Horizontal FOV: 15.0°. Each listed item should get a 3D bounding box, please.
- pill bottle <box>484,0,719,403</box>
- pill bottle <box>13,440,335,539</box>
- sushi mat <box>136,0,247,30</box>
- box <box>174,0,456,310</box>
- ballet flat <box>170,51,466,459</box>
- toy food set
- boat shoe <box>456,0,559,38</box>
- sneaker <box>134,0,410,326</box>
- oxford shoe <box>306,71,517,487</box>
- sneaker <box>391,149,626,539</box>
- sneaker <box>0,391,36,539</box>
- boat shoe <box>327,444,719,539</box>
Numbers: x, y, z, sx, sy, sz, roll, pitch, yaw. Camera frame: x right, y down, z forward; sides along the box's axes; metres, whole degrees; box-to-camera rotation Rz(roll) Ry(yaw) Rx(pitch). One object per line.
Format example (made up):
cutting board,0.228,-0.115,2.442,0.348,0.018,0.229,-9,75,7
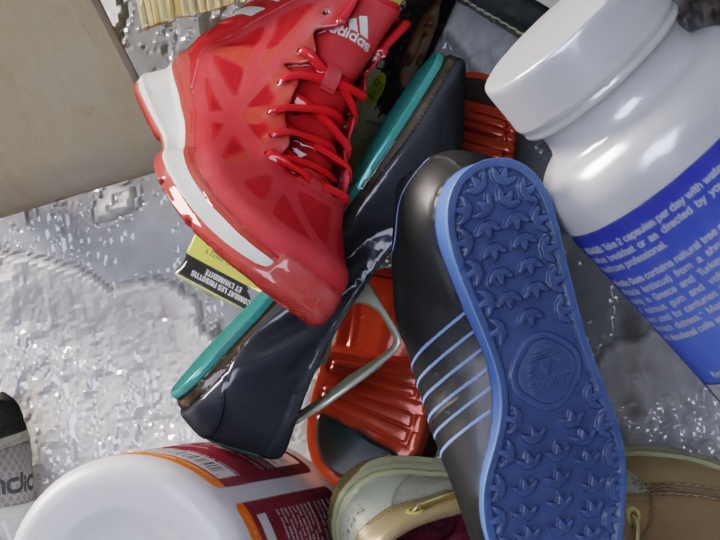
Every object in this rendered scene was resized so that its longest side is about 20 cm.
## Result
pill bottle,0.147,-0.029,1.132,0.112,0.112,0.200,-40,101,14
pill bottle,-0.067,0.132,1.216,0.113,0.200,0.113,0,90,18
sushi mat,-0.073,-0.211,1.197,0.096,0.012,0.200,-15,82,19
box,-0.014,-0.077,1.268,0.050,0.075,0.200,28,99,18
ballet flat,0.000,0.000,1.199,0.073,0.073,0.200,36,85,15
toy food set,-0.163,-0.123,1.282,0.143,0.060,0.200,-13,112,36
boat shoe,0.114,-0.074,1.227,0.200,0.072,0.068,37,101,11
sneaker,-0.026,-0.068,1.155,0.116,0.078,0.200,-45,38,10
oxford shoe,0.028,0.007,1.258,0.071,0.073,0.200,18,85,20
sneaker,0.058,0.047,1.145,0.070,0.078,0.200,-12,98,-20
sneaker,-0.247,0.088,1.344,0.200,0.074,0.088,4,91,13
boat shoe,0.088,0.121,1.198,0.200,0.066,0.074,-2,112,-10
